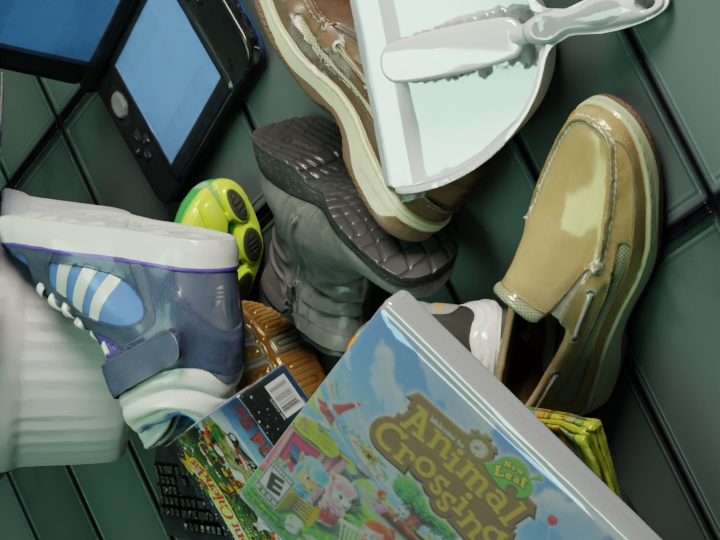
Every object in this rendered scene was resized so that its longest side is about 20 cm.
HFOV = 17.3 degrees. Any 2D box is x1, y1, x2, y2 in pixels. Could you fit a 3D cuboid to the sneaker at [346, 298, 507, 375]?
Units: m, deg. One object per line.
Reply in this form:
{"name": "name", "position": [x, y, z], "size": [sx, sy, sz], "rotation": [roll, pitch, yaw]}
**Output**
{"name": "sneaker", "position": [0.019, 0.062, 1.386], "size": [0.200, 0.079, 0.074], "rotation": [130, 148, -61]}

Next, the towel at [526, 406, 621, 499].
{"name": "towel", "position": [0.060, 0.109, 1.291], "size": [0.200, 0.018, 0.086], "rotation": [6, 120, 45]}

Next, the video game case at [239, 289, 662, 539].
{"name": "video game case", "position": [0.046, 0.136, 1.264], "size": [0.200, 0.022, 0.182], "rotation": [44, 130, 9]}

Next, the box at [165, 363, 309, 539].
{"name": "box", "position": [-0.025, 0.161, 1.396], "size": [0.200, 0.038, 0.137], "rotation": [54, 152, 1]}

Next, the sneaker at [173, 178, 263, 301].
{"name": "sneaker", "position": [-0.119, 0.016, 1.604], "size": [0.084, 0.074, 0.200], "rotation": [43, 140, 31]}

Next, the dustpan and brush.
{"name": "dustpan and brush", "position": [0.076, -0.121, 1.235], "size": [0.200, 0.057, 0.140], "rotation": [-11, 91, 28]}

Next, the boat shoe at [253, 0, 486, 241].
{"name": "boat shoe", "position": [0.011, -0.118, 1.347], "size": [0.075, 0.075, 0.202], "rotation": [-41, 71, 34]}

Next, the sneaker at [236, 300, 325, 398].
{"name": "sneaker", "position": [-0.052, 0.118, 1.557], "size": [0.200, 0.076, 0.088], "rotation": [62, 148, 14]}

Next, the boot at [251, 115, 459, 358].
{"name": "boot", "position": [0.000, 0.000, 1.432], "size": [0.200, 0.070, 0.132], "rotation": [-134, 35, -51]}

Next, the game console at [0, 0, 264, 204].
{"name": "game console", "position": [-0.174, -0.145, 1.557], "size": [0.171, 0.118, 0.200], "rotation": [60, 148, 16]}

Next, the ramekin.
{"name": "ramekin", "position": [-0.210, 0.044, 1.669], "size": [0.200, 0.098, 0.201], "rotation": [-178, 90, -82]}

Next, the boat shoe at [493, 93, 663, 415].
{"name": "boat shoe", "position": [0.107, 0.004, 1.247], "size": [0.072, 0.076, 0.200], "rotation": [38, 136, 41]}

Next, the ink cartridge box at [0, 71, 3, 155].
{"name": "ink cartridge box", "position": [-0.259, -0.026, 1.590], "size": [0.095, 0.037, 0.200], "rotation": [107, 166, -61]}

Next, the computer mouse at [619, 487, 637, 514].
{"name": "computer mouse", "position": [0.092, 0.143, 1.353], "size": [0.139, 0.053, 0.200], "rotation": [53, 146, -15]}

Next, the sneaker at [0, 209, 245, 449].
{"name": "sneaker", "position": [-0.158, 0.040, 1.521], "size": [0.200, 0.081, 0.147], "rotation": [9, 100, 37]}

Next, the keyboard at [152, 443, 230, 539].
{"name": "keyboard", "position": [-0.091, 0.189, 1.711], "size": [0.200, 0.021, 0.127], "rotation": [-3, 104, 58]}
